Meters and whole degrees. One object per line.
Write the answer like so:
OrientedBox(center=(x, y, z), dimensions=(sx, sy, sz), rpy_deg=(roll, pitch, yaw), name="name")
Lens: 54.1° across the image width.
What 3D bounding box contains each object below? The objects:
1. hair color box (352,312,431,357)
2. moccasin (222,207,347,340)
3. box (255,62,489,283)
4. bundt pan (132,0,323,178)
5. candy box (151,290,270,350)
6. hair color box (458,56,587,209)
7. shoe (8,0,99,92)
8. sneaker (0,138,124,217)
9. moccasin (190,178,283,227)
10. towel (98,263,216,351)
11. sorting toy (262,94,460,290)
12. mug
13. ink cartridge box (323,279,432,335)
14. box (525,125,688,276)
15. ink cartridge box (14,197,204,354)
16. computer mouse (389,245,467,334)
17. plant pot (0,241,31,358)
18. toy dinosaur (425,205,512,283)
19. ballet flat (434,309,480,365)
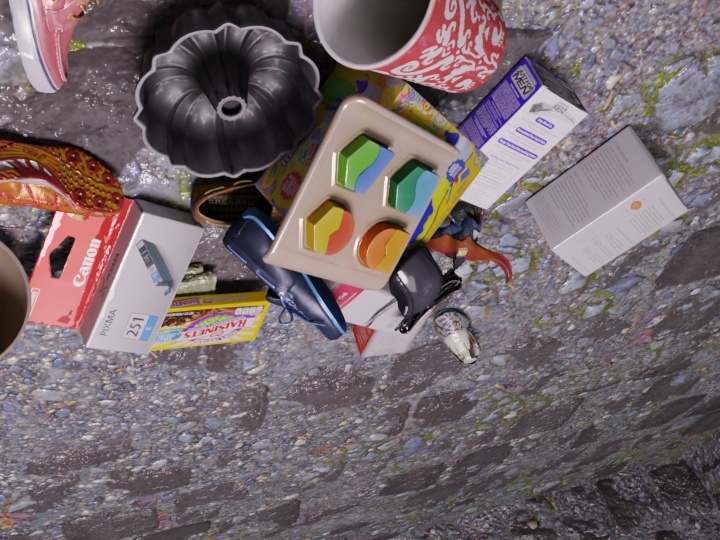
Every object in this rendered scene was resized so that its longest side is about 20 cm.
OrientedBox(center=(0.064, 0.074, 1.262), dimensions=(0.099, 0.062, 0.201), rpy_deg=(-3, 144, -25), name="hair color box")
OrientedBox(center=(-0.095, 0.013, 0.895), dimensions=(0.068, 0.081, 0.201), rpy_deg=(-36, 103, 9), name="moccasin")
OrientedBox(center=(0.016, -0.120, 0.853), dimensions=(0.191, 0.122, 0.201), rpy_deg=(25, 106, -48), name="box")
OrientedBox(center=(-0.144, -0.196, 0.749), dimensions=(0.198, 0.077, 0.204), rpy_deg=(-15, 147, -10), name="bundt pan")
OrientedBox(center=(-0.241, 0.077, 1.072), dimensions=(0.196, 0.027, 0.103), rpy_deg=(-4, 143, -31), name="candy box")
OrientedBox(center=(0.198, -0.182, 0.970), dimensions=(0.108, 0.066, 0.200), rpy_deg=(13, 136, -40), name="hair color box")
OrientedBox(center=(-0.257, -0.245, 0.621), dimensions=(0.089, 0.072, 0.202), rpy_deg=(-3, 139, -15), name="shoe")
OrientedBox(center=(-0.364, -0.102, 0.790), dimensions=(0.197, 0.075, 0.077), rpy_deg=(15, 155, -37), name="sneaker")
OrientedBox(center=(-0.117, -0.089, 0.910), dimensions=(0.197, 0.078, 0.075), rpy_deg=(1, 103, -21), name="moccasin")
OrientedBox(center=(-0.311, 0.058, 1.057), dimensions=(0.196, 0.037, 0.150), rpy_deg=(-10, 144, -16), name="towel")
OrientedBox(center=(0.008, -0.069, 0.767), dimensions=(0.183, 0.036, 0.202), rpy_deg=(15, 112, -45), name="sorting toy")
OrientedBox(center=(0.072, -0.267, 0.696), dimensions=(0.199, 0.133, 0.179), rpy_deg=(-3, 128, -57), name="mug")
OrientedBox(center=(0.000, 0.000, 1.044), dimensions=(0.084, 0.147, 0.198), rpy_deg=(-38, 143, 28), name="ink cartridge box")
OrientedBox(center=(0.400, -0.106, 1.148), dimensions=(0.199, 0.108, 0.151), rpy_deg=(-37, 143, 23), name="box")
OrientedBox(center=(-0.318, 0.004, 0.902), dimensions=(0.174, 0.045, 0.203), rpy_deg=(14, 109, -43), name="ink cartridge box")
OrientedBox(center=(0.103, 0.015, 0.944), dimensions=(0.140, 0.046, 0.201), rpy_deg=(-42, 157, -14), name="computer mouse")
OrientedBox(center=(-0.517, 0.069, 0.855), dimensions=(0.184, 0.191, 0.199), rpy_deg=(6, 153, -34), name="plant pot")
OrientedBox(center=(0.140, -0.055, 1.052), dimensions=(0.181, 0.199, 0.106), rpy_deg=(-27, 149, -58), name="toy dinosaur")
OrientedBox(center=(0.205, 0.144, 1.434), dimensions=(0.071, 0.073, 0.201), rpy_deg=(-27, 146, 10), name="ballet flat")
